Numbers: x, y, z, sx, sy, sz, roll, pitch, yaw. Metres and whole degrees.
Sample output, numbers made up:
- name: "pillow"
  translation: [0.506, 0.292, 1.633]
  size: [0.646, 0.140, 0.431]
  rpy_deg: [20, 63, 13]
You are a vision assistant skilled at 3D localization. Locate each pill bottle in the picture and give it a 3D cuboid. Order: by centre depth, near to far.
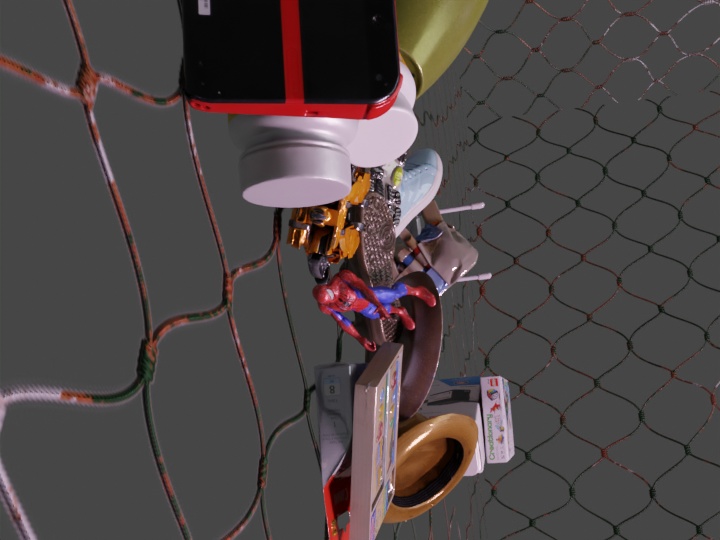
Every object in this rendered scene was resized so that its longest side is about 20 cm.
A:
- name: "pill bottle"
  translation: [-0.060, -0.163, 0.800]
  size: [0.114, 0.114, 0.201]
  rpy_deg: [40, 45, -74]
- name: "pill bottle"
  translation: [-0.013, -0.200, 0.919]
  size: [0.109, 0.109, 0.200]
  rpy_deg: [67, 1, -57]

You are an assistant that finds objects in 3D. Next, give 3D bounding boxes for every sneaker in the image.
- name: "sneaker"
  translation: [0.000, 0.000, 1.146]
  size: [0.070, 0.075, 0.201]
  rpy_deg: [-26, 115, -48]
- name: "sneaker"
  translation: [0.010, -0.101, 1.232]
  size: [0.077, 0.085, 0.201]
  rpy_deg: [29, 62, -24]
- name: "sneaker"
  translation: [0.056, -0.123, 1.324]
  size: [0.200, 0.074, 0.082]
  rpy_deg: [-56, 145, -32]

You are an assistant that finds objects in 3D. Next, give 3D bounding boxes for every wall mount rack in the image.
- name: "wall mount rack"
  translation: [0.113, -0.044, 1.470]
  size: [0.074, 0.173, 0.201]
  rpy_deg: [-26, 114, -44]

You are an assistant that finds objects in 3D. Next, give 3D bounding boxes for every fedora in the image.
- name: "fedora"
  translation: [0.069, 0.250, 1.245]
  size: [0.082, 0.200, 0.201]
  rpy_deg: [41, -20, 39]

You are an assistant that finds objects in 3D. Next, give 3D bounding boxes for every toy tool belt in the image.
- name: "toy tool belt"
  translation: [0.071, -0.003, 1.375]
  size: [0.123, 0.200, 0.125]
  rpy_deg: [49, -8, 2]

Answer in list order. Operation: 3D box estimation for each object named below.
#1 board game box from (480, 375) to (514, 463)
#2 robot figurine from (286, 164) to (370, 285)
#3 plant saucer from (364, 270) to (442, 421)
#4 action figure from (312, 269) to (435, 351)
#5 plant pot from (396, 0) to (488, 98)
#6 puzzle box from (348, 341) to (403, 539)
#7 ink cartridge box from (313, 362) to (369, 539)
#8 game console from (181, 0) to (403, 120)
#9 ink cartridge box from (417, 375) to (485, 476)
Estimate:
- name: "board game box"
  translation: [0.216, 0.232, 1.446]
  size: [0.200, 0.034, 0.127]
  rpy_deg: [36, 49, -75]
- name: "robot figurine"
  translation: [-0.032, -0.061, 0.989]
  size: [0.200, 0.058, 0.146]
  rpy_deg: [-21, 123, -79]
- name: "plant saucer"
  translation: [0.049, 0.097, 1.216]
  size: [0.200, 0.032, 0.201]
  rpy_deg: [-168, -90, -69]
- name: "action figure"
  translation: [0.025, 0.051, 1.043]
  size: [0.200, 0.065, 0.099]
  rpy_deg: [13, 32, -50]
- name: "plant pot"
  translation: [0.047, -0.290, 1.085]
  size: [0.188, 0.186, 0.201]
  rpy_deg: [72, 27, -46]
- name: "puzzle box"
  translation: [0.018, 0.195, 1.041]
  size: [0.133, 0.025, 0.201]
  rpy_deg: [-47, 141, -67]
- name: "ink cartridge box"
  translation: [-0.006, 0.207, 1.059]
  size: [0.160, 0.047, 0.201]
  rpy_deg: [27, 57, -76]
- name: "game console"
  translation: [-0.055, -0.220, 0.740]
  size: [0.031, 0.176, 0.201]
  rpy_deg: [140, -53, -72]
- name: "ink cartridge box"
  translation: [0.116, 0.236, 1.405]
  size: [0.200, 0.144, 0.084]
  rpy_deg: [-51, 134, -74]
